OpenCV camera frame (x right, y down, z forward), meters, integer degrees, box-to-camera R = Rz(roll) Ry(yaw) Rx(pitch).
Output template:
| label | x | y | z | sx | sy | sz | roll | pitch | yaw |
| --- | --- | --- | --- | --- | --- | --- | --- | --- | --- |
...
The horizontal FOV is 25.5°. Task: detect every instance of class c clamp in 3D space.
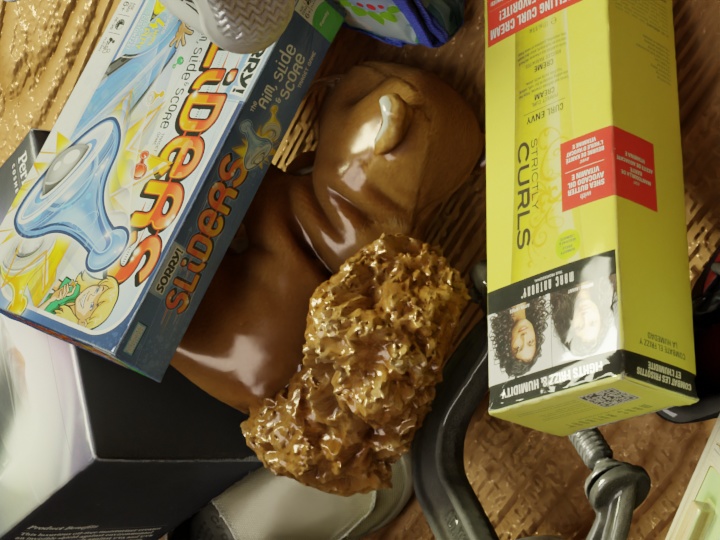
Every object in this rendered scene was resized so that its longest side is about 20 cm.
| label | x | y | z | sx | sy | sz | roll | pitch | yaw |
| --- | --- | --- | --- | --- | --- | --- | --- | --- | --- |
| c clamp | 0.077 | 0.073 | 0.736 | 0.171 | 0.027 | 0.201 | -55 | 36 | 28 |

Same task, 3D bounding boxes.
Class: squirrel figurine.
| label | x | y | z | sx | sy | sz | roll | pitch | yaw |
| --- | --- | --- | --- | --- | --- | --- | --- | --- | --- |
| squirrel figurine | 0.000 | 0.000 | 0.786 | 0.187 | 0.141 | 0.201 | -47 | 47 | 20 |

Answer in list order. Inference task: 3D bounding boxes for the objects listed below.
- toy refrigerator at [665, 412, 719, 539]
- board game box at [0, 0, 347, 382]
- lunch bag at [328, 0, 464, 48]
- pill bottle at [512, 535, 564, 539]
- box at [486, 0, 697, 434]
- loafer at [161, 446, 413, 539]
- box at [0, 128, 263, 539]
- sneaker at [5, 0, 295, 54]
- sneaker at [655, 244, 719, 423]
| label | x | y | z | sx | sy | sz | roll | pitch | yaw |
| --- | --- | --- | --- | --- | --- | --- | --- | --- | --- |
| toy refrigerator | 0.181 | 0.070 | 0.616 | 0.076 | 0.070 | 0.201 | -120 | 44 | -62 |
| board game box | -0.103 | -0.056 | 0.789 | 0.135 | 0.034 | 0.201 | 16 | 76 | 44 |
| lunch bag | -0.036 | -0.210 | 0.767 | 0.169 | 0.127 | 0.201 | 19 | 137 | 36 |
| pill bottle | 0.096 | 0.242 | 0.796 | 0.111 | 0.111 | 0.201 | -18 | 92 | 43 |
| box | 0.095 | -0.037 | 0.679 | 0.075 | 0.050 | 0.201 | -20 | 59 | 44 |
| loafer | -0.045 | 0.138 | 0.914 | 0.200 | 0.068 | 0.076 | -40 | 77 | 41 |
| box | -0.170 | 0.056 | 0.924 | 0.198 | 0.123 | 0.201 | -39 | 57 | 40 |
| sneaker | -0.109 | -0.154 | 0.726 | 0.200 | 0.075 | 0.115 | 50 | 142 | 15 |
| sneaker | 0.186 | -0.001 | 0.660 | 0.077 | 0.082 | 0.201 | 43 | 128 | 22 |
